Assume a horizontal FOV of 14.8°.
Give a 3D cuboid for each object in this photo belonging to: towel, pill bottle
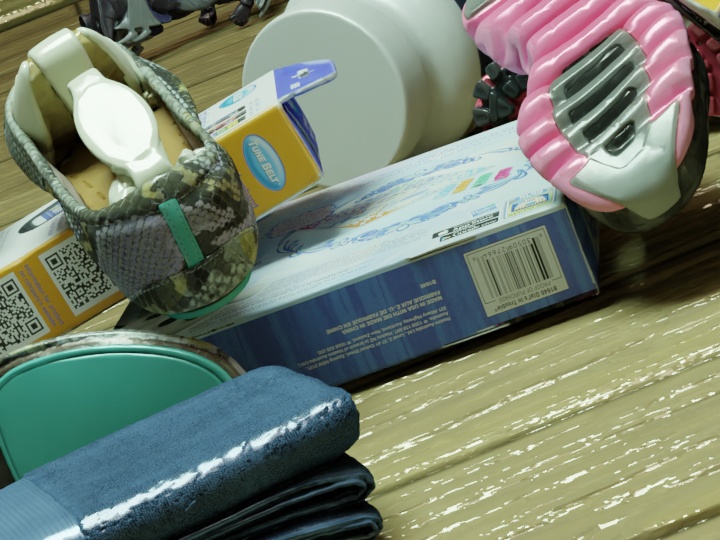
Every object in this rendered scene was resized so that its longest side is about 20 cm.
[{"bbox_3d":[-0.095,0.094,0.890,0.200,0.049,0.112,-25,13,-13],"label":"towel"},{"bbox_3d":[0.027,-0.120,1.442,0.115,0.116,0.200,-13,15,34],"label":"pill bottle"}]

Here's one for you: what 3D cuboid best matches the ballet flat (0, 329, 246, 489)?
[{"bbox_3d":[-0.131,0.067,1.026,0.200,0.072,0.072,-18,13,8],"label":"ballet flat"}]

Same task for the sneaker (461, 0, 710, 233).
[{"bbox_3d":[0.104,-0.061,1.085,0.079,0.095,0.200,-32,28,10],"label":"sneaker"}]

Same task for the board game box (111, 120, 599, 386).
[{"bbox_3d":[0.000,0.000,1.142,0.199,0.043,0.199,-19,13,10],"label":"board game box"}]

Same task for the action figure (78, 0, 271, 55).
[{"bbox_3d":[-0.130,-0.225,2.281,0.200,0.070,0.130,-21,5,-18],"label":"action figure"}]

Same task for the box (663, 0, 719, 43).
[{"bbox_3d":[0.171,-0.082,1.030,0.042,0.119,0.200,-52,11,4],"label":"box"}]

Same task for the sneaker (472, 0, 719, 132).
[{"bbox_3d":[0.148,-0.108,1.273,0.200,0.081,0.075,-15,12,28],"label":"sneaker"}]

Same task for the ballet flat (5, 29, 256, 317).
[{"bbox_3d":[-0.095,-0.055,1.051,0.072,0.072,0.200,-24,33,-13],"label":"ballet flat"}]

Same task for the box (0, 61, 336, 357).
[{"bbox_3d":[-0.091,-0.024,1.164,0.200,0.042,0.119,-29,11,3],"label":"box"}]
